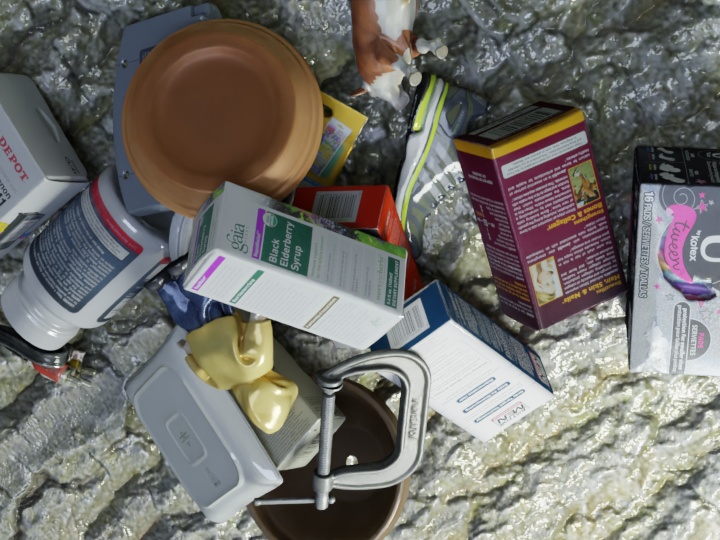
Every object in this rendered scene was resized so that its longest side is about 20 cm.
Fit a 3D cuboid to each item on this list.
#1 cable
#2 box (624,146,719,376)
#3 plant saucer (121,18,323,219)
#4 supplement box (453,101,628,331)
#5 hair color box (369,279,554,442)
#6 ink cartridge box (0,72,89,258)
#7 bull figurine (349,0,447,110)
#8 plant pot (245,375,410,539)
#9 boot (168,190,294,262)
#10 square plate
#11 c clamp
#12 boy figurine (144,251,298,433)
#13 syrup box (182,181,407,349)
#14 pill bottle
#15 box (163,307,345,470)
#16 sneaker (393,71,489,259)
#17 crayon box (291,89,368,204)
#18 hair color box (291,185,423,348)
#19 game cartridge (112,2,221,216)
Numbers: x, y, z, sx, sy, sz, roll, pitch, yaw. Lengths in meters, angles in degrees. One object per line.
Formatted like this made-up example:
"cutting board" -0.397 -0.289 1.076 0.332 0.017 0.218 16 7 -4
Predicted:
"cable" -0.396 0.088 1.611 0.199 0.097 0.051 16 94 2
"box" 0.328 -0.010 1.432 0.114 0.132 0.201 1 112 8
"plant saucer" -0.136 -0.148 1.375 0.199 0.037 0.201 -1 82 7
"supplement box" 0.182 -0.055 1.441 0.110 0.086 0.201 -24 110 -17
"hair color box" 0.106 0.098 1.499 0.100 0.061 0.200 -35 134 20
"ink cartridge box" -0.410 -0.096 1.523 0.200 0.086 0.148 -38 79 22
"bull figurine" 0.031 -0.243 1.396 0.065 0.121 0.201 -22 118 -29
"plant pot" -0.026 0.217 1.581 0.200 0.093 0.202 -2 85 26
"boot" -0.127 -0.061 1.443 0.073 0.096 0.201 2 120 -40
"square plate" -0.181 0.177 1.561 0.199 0.028 0.200 57 147 5
"c clamp" -0.011 0.164 1.445 0.170 0.027 0.201 3 120 -14
"boy figurine" -0.129 0.071 1.442 0.124 0.064 0.200 -33 97 37
"syrup box" -0.061 -0.002 1.354 0.199 0.079 0.081 21 143 -22
"pill bottle" -0.291 -0.009 1.541 0.200 0.120 0.120 -40 100 20
"box" -0.115 0.117 1.541 0.082 0.068 0.200 -48 69 15
"sneaker" 0.079 -0.099 1.473 0.080 0.074 0.201 12 116 -1
"crayon box" -0.087 -0.113 1.504 0.125 0.052 0.201 29 114 -3
"hair color box" 0.000 0.000 1.475 0.101 0.061 0.200 -1 142 18
"game cartridge" -0.195 -0.160 1.450 0.133 0.041 0.201 -9 79 41
